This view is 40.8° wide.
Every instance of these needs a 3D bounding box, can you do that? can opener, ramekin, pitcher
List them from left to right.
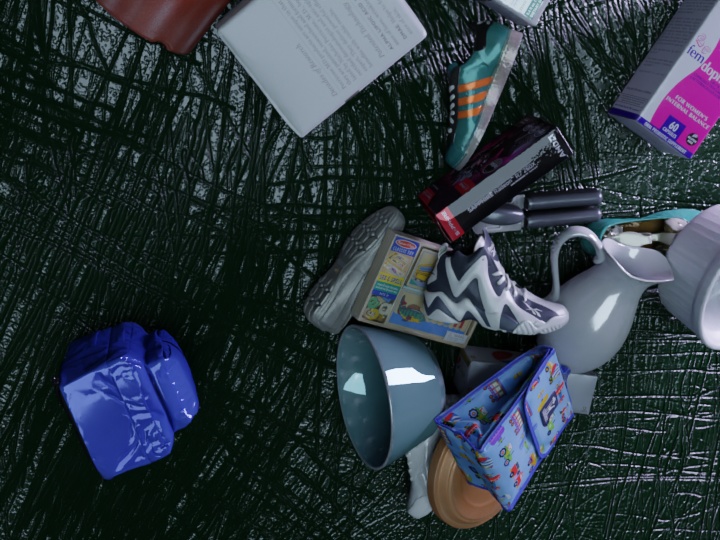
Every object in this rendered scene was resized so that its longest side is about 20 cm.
[{"bbox_3d":[0.249,-0.080,1.368,0.198,0.067,0.053,-7,115,-11],"label":"can opener"},{"bbox_3d":[0.314,0.039,1.366,0.171,0.122,0.201,26,123,-7],"label":"pitcher"},{"bbox_3d":[0.519,0.003,1.377,0.199,0.098,0.202,-18,128,-25],"label":"ramekin"}]

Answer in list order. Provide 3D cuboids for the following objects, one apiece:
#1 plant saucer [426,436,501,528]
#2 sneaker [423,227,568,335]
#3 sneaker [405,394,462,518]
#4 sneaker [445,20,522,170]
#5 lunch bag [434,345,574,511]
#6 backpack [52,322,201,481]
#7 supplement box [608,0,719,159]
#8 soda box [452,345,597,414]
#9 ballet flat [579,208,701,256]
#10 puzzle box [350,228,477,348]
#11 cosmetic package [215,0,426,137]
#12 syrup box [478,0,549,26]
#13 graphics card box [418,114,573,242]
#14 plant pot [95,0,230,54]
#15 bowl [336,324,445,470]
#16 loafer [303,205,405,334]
[{"bbox_3d":[0.183,0.290,1.436,0.199,0.032,0.202,-15,115,-35],"label":"plant saucer"},{"bbox_3d":[0.189,0.010,1.313,0.197,0.079,0.131,8,104,11],"label":"sneaker"},{"bbox_3d":[0.091,0.270,1.450,0.099,0.078,0.202,16,95,-6],"label":"sneaker"},{"bbox_3d":[0.145,-0.238,1.307,0.079,0.071,0.201,21,104,0],"label":"sneaker"},{"bbox_3d":[0.220,0.203,1.345,0.200,0.094,0.151,-43,131,-17],"label":"lunch bag"},{"bbox_3d":[-0.307,0.161,1.290,0.167,0.200,0.164,-18,106,-12],"label":"backpack"},{"bbox_3d":[0.449,-0.268,1.319,0.101,0.103,0.201,30,98,-14],"label":"supplement box"},{"bbox_3d":[0.243,0.161,1.434,0.198,0.068,0.064,7,106,-10],"label":"soda box"},{"bbox_3d":[0.419,-0.046,1.396,0.198,0.070,0.068,-6,107,-7],"label":"ballet flat"},{"bbox_3d":[0.096,0.028,1.364,0.199,0.025,0.134,16,104,-32],"label":"puzzle box"},{"bbox_3d":[-0.054,-0.301,1.204,0.200,0.165,0.165,-38,108,5],"label":"cosmetic package"},{"bbox_3d":[0.153,-0.400,1.248,0.199,0.081,0.079,27,100,-16],"label":"syrup box"},{"bbox_3d":[0.178,-0.128,1.309,0.199,0.126,0.051,-35,107,4],"label":"graphics card box"},{"bbox_3d":[-0.216,-0.381,1.154,0.200,0.201,0.196,33,108,-16],"label":"plant pot"},{"bbox_3d":[0.048,0.167,1.356,0.104,0.201,0.203,-9,108,-21],"label":"bowl"},{"bbox_3d":[0.000,0.000,1.358,0.070,0.070,0.200,33,99,-34],"label":"loafer"}]
